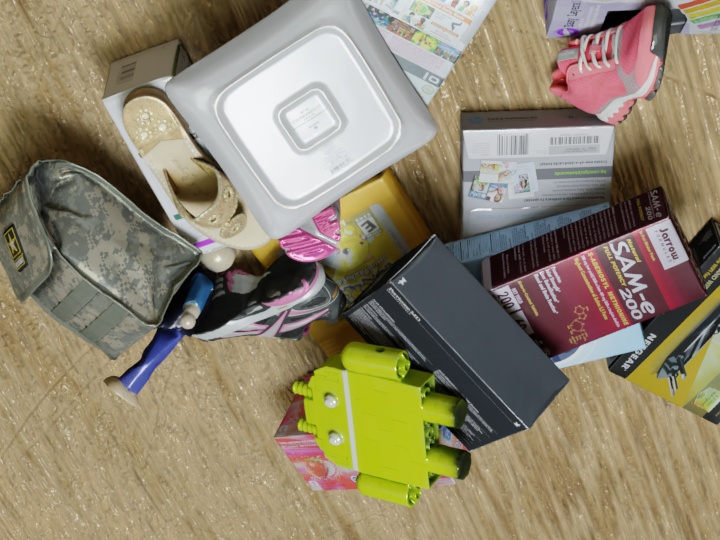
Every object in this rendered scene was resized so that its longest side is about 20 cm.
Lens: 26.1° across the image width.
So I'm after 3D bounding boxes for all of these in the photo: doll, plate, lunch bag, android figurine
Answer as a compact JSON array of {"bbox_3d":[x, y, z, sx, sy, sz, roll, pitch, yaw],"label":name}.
[{"bbox_3d":[-0.195,0.051,1.642,0.048,0.136,0.201,36,83,-10],"label":"doll"},{"bbox_3d":[-0.050,-0.147,1.458,0.199,0.032,0.200,-33,119,3],"label":"plate"},{"bbox_3d":[-0.286,-0.016,1.578,0.200,0.118,0.164,37,152,-12],"label":"lunch bag"},{"bbox_3d":[0.018,0.155,1.593,0.199,0.041,0.183,11,121,28],"label":"android figurine"}]

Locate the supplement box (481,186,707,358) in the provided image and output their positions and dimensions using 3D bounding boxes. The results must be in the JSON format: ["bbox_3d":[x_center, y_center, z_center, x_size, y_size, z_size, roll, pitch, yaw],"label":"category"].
[{"bbox_3d":[0.233,0.008,1.553,0.199,0.061,0.109,-24,120,16],"label":"supplement box"}]

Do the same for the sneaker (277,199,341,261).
[{"bbox_3d":[-0.071,-0.112,1.560,0.081,0.088,0.202,-12,100,7],"label":"sneaker"}]

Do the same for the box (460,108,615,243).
[{"bbox_3d":[0.181,-0.071,1.614,0.155,0.041,0.201,-2,125,2],"label":"box"}]

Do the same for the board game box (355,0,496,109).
[{"bbox_3d":[0.028,-0.244,1.477,0.147,0.064,0.200,25,123,-17],"label":"board game box"}]

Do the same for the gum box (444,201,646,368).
[{"bbox_3d":[0.186,0.030,1.635,0.198,0.045,0.171,-13,126,11],"label":"gum box"}]

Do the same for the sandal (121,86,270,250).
[{"bbox_3d":[-0.161,-0.077,1.494,0.077,0.070,0.212,-27,121,17],"label":"sandal"}]

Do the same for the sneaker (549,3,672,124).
[{"bbox_3d":[0.230,-0.193,1.457,0.086,0.074,0.200,13,163,-5],"label":"sneaker"}]

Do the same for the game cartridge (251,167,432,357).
[{"bbox_3d":[0.000,0.000,1.670,0.175,0.033,0.201,-25,120,17],"label":"game cartridge"}]

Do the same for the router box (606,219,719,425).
[{"bbox_3d":[0.388,0.060,1.700,0.156,0.052,0.200,25,122,-17],"label":"router box"}]

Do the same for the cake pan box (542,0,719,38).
[{"bbox_3d":[0.264,-0.264,1.406,0.183,0.053,0.200,1,170,0],"label":"cake pan box"}]

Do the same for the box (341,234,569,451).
[{"bbox_3d":[0.094,0.077,1.567,0.200,0.079,0.141,47,157,-4],"label":"box"}]

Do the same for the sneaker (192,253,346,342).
[{"bbox_3d":[-0.097,0.047,1.648,0.199,0.081,0.086,-14,137,43],"label":"sneaker"}]

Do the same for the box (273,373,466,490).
[{"bbox_3d":[0.020,0.172,1.710,0.199,0.103,0.095,-8,129,36],"label":"box"}]

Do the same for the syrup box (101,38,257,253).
[{"bbox_3d":[-0.176,-0.121,1.554,0.081,0.079,0.201,-18,124,12],"label":"syrup box"}]
